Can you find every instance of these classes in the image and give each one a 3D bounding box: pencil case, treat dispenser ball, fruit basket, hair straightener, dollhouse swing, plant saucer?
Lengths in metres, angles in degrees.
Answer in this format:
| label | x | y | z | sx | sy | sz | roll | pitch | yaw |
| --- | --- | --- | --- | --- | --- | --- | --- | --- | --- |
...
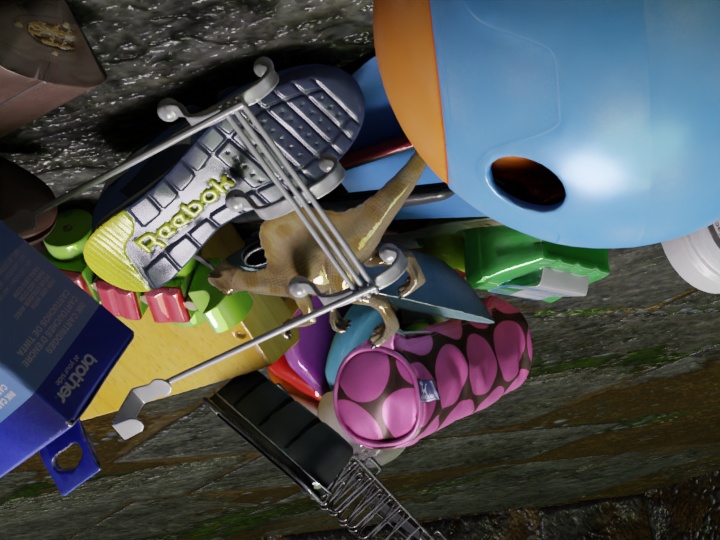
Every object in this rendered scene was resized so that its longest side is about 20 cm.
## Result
| label | x | y | z | sx | sy | sz | roll | pitch | yaw |
| --- | --- | --- | --- | --- | --- | --- | --- | --- | --- |
| pencil case | 0.064 | 0.074 | 1.193 | 0.091 | 0.094 | 0.200 | 2 | -169 | 30 |
| treat dispenser ball | 0.105 | -0.110 | 0.651 | 0.201 | 0.201 | 0.201 | -9 | 165 | -3 |
| fruit basket | 0.088 | -0.011 | 1.200 | 0.200 | 0.094 | 0.185 | -17 | 164 | 34 |
| hair straightener | -0.030 | -0.029 | 0.958 | 0.200 | 0.077 | 0.041 | -14 | -175 | 15 |
| dollhouse swing | -0.160 | 0.011 | 1.224 | 0.200 | 0.176 | 0.182 | -17 | 122 | 25 |
| plant saucer | 0.000 | 0.000 | 1.079 | 0.201 | 0.039 | 0.201 | 11 | 178 | 0 |

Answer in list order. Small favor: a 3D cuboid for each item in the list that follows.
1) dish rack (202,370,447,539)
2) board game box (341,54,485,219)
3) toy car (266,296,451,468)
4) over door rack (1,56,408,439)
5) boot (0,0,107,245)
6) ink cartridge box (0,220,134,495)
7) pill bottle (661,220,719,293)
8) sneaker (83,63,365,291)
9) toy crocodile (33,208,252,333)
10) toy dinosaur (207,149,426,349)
| label | x | y | z | sx | sy | sz | roll | pitch | yaw |
| --- | --- | --- | --- | --- | --- | --- | --- | --- | --- |
| dish rack | -0.020 | 0.162 | 1.187 | 0.055 | 0.153 | 0.200 | -47 | 131 | -9 |
| board game box | 0.077 | -0.098 | 0.963 | 0.200 | 0.039 | 0.158 | -2 | 143 | 4 |
| toy car | -0.014 | 0.071 | 1.341 | 0.150 | 0.175 | 0.200 | 43 | 157 | -20 |
| over door rack | -0.095 | -0.015 | 0.867 | 0.200 | 0.148 | 0.067 | -30 | -156 | 14 |
| boot | -0.191 | -0.080 | 0.840 | 0.200 | 0.064 | 0.186 | -27 | 156 | 36 |
| ink cartridge box | -0.218 | 0.038 | 0.826 | 0.200 | 0.076 | 0.136 | 40 | 139 | -13 |
| pill bottle | 0.323 | -0.057 | 1.140 | 0.116 | 0.117 | 0.200 | -1 | 162 | -30 |
| sneaker | -0.087 | -0.071 | 0.926 | 0.200 | 0.082 | 0.074 | -31 | 122 | 17 |
| toy crocodile | -0.166 | 0.006 | 1.057 | 0.200 | 0.062 | 0.068 | 9 | 139 | 19 |
| toy dinosaur | -0.009 | -0.008 | 0.918 | 0.200 | 0.058 | 0.101 | -31 | 115 | 29 |
